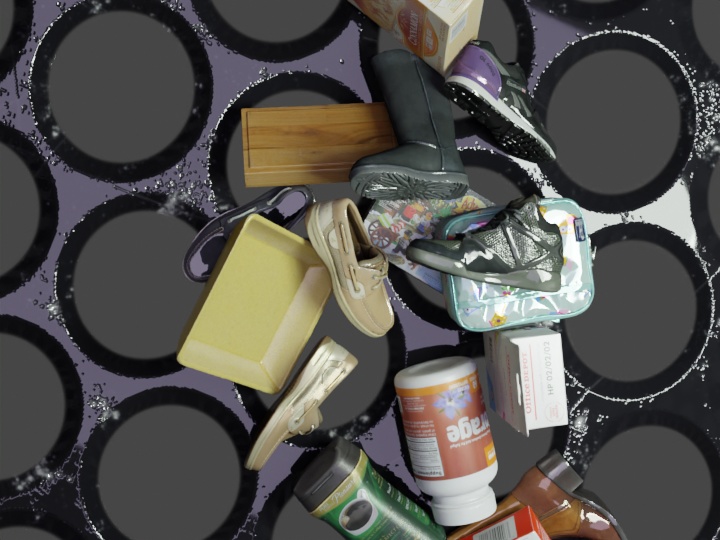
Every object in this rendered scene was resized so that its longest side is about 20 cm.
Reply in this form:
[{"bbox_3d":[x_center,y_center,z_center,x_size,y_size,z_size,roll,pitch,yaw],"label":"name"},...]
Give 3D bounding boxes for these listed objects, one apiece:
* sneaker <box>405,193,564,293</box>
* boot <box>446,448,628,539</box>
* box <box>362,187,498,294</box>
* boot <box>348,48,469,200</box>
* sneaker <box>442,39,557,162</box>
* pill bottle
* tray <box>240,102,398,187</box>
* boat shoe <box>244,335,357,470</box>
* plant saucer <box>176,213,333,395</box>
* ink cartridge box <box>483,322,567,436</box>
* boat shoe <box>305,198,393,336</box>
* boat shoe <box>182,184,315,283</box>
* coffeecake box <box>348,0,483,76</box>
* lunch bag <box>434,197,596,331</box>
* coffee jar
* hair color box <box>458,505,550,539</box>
[{"bbox_3d":[0.153,-0.041,1.322,0.197,0.076,0.116,7,92,-9],"label":"sneaker"},{"bbox_3d":[0.244,0.369,1.478,0.200,0.069,0.188,-42,107,4],"label":"boot"},{"bbox_3d":[0.106,-0.050,1.449,0.199,0.038,0.137,30,91,-7],"label":"box"},{"bbox_3d":[0.045,-0.189,1.366,0.163,0.066,0.202,4,65,-30],"label":"boot"},{"bbox_3d":[0.198,-0.218,1.408,0.199,0.075,0.088,36,74,-35],"label":"sneaker"},{"bbox_3d":[0.117,0.222,1.431,0.111,0.112,0.202,-13,95,-5],"label":"pill bottle"},{"bbox_3d":[-0.051,-0.163,1.406,0.198,0.037,0.100,-3,64,-6],"label":"tray"},{"bbox_3d":[-0.078,0.184,1.430,0.064,0.071,0.201,35,89,-6],"label":"boat shoe"},{"bbox_3d":[-0.132,0.040,1.386,0.199,0.048,0.201,27,90,-50],"label":"plant saucer"},{"bbox_3d":[0.211,0.132,1.390,0.067,0.200,0.117,-7,95,-5],"label":"ink cartridge box"},{"bbox_3d":[0.000,0.000,1.392,0.064,0.072,0.201,-12,122,30],"label":"boat shoe"},{"bbox_3d":[-0.146,-0.051,1.412,0.199,0.063,0.073,-33,96,-3],"label":"boat shoe"},{"bbox_3d":[0.051,-0.350,1.341,0.200,0.154,0.073,40,82,9],"label":"coffeecake box"},{"bbox_3d":[0.201,-0.006,1.403,0.198,0.077,0.162,-9,94,-5],"label":"lunch bag"},{"bbox_3d":[0.010,0.315,1.439,0.200,0.085,0.104,44,99,-7],"label":"coffee jar"},{"bbox_3d":[0.224,0.422,1.449,0.110,0.064,0.201,-28,107,12],"label":"hair color box"}]
